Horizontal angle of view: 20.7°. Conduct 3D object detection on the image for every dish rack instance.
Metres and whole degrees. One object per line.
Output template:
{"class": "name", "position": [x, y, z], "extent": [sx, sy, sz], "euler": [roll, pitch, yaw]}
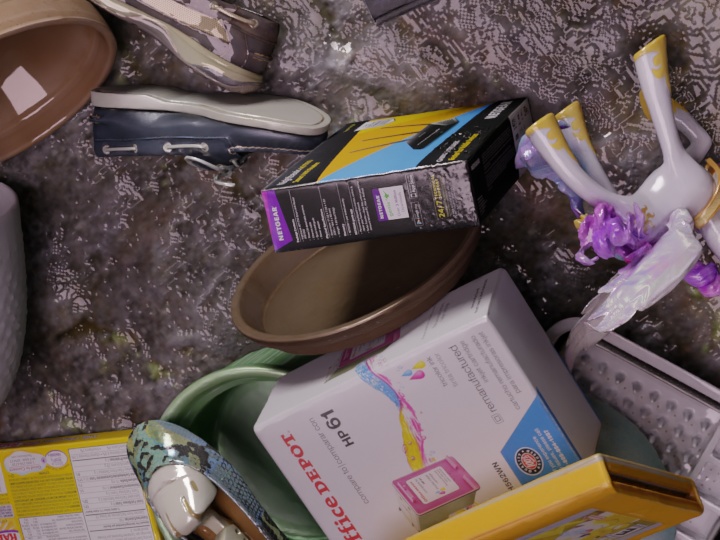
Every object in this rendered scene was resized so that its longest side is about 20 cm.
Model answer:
{"class": "dish rack", "position": [0.206, 0.138, 1.490], "extent": [0.200, 0.044, 0.172], "euler": [28, 113, 7]}

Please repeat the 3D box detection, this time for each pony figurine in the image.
{"class": "pony figurine", "position": [0.200, -0.034, 1.379], "extent": [0.193, 0.167, 0.200], "euler": [-35, 86, -11]}

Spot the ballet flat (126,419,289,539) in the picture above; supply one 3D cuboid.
{"class": "ballet flat", "position": [-0.106, 0.194, 1.480], "extent": [0.200, 0.074, 0.074], "euler": [43, 113, 2]}

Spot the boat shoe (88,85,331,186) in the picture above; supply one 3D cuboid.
{"class": "boat shoe", "position": [-0.117, -0.103, 1.499], "extent": [0.199, 0.075, 0.062], "euler": [6, 106, 16]}

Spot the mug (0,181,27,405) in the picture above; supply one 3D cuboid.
{"class": "mug", "position": [-0.356, 0.023, 1.585], "extent": [0.200, 0.147, 0.176], "euler": [21, 122, 42]}

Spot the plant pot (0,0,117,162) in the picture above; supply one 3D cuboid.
{"class": "plant pot", "position": [-0.293, -0.161, 1.480], "extent": [0.201, 0.201, 0.093], "euler": [-39, 74, 23]}

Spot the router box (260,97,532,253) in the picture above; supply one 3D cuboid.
{"class": "router box", "position": [0.033, -0.070, 1.395], "extent": [0.149, 0.200, 0.051], "euler": [-8, 104, 19]}

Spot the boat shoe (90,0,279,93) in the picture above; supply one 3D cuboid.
{"class": "boat shoe", "position": [-0.146, -0.212, 1.486], "extent": [0.200, 0.074, 0.073], "euler": [34, 99, 0]}

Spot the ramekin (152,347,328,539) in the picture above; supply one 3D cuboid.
{"class": "ramekin", "position": [-0.058, 0.155, 1.545], "extent": [0.199, 0.098, 0.201], "euler": [5, 107, 15]}

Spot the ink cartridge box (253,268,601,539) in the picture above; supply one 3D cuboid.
{"class": "ink cartridge box", "position": [0.047, 0.111, 1.390], "extent": [0.200, 0.085, 0.145], "euler": [-27, 107, 24]}

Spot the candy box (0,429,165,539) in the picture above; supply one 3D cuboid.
{"class": "candy box", "position": [-0.264, 0.192, 1.657], "extent": [0.199, 0.026, 0.103], "euler": [-7, 106, 19]}

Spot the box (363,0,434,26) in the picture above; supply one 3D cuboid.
{"class": "box", "position": [0.049, -0.300, 1.384], "extent": [0.163, 0.086, 0.201], "euler": [-21, 99, 22]}

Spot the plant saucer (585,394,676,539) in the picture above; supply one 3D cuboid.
{"class": "plant saucer", "position": [0.136, 0.187, 1.482], "extent": [0.200, 0.039, 0.202], "euler": [5, 108, 17]}

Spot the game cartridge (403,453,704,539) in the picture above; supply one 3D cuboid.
{"class": "game cartridge", "position": [0.121, 0.187, 1.377], "extent": [0.200, 0.176, 0.033], "euler": [-29, 66, 23]}

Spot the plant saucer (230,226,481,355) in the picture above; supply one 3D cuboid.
{"class": "plant saucer", "position": [0.000, 0.000, 1.433], "extent": [0.199, 0.200, 0.030], "euler": [-16, 117, 20]}
